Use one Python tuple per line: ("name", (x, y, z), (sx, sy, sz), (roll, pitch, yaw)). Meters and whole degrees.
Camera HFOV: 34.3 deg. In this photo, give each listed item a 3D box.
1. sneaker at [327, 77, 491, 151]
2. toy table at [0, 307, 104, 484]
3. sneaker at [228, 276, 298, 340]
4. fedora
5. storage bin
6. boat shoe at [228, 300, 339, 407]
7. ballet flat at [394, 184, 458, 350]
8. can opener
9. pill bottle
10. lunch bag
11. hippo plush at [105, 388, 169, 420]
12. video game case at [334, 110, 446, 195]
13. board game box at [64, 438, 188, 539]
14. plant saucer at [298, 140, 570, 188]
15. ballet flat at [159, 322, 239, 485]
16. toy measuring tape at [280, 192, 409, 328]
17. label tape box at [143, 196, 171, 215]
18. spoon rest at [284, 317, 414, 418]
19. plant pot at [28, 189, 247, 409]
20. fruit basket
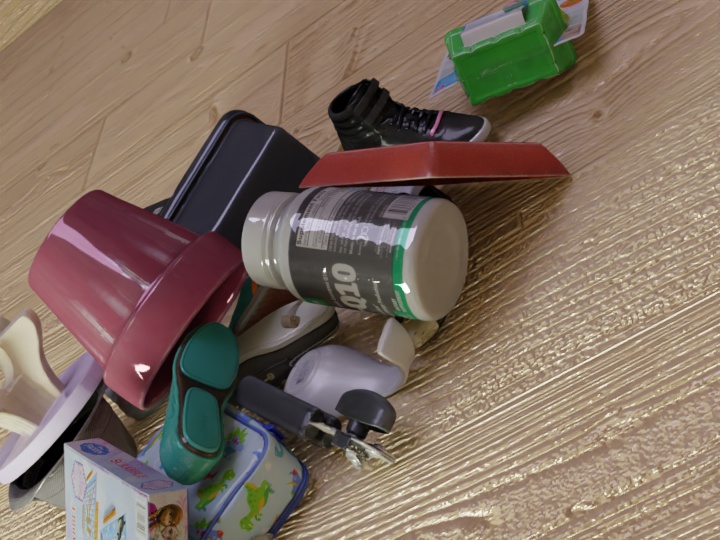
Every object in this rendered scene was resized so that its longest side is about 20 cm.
("sneaker", (0.044, -0.167, 1.304), (0.198, 0.099, 0.071), (-2, 48, 38))
("toy table", (-0.391, 0.139, 1.320), (0.200, 0.117, 0.184), (-47, 20, 9))
("sneaker", (-0.090, 0.009, 1.315), (0.201, 0.071, 0.080), (-54, 27, 0))
("fedora", (-0.314, 0.214, 1.327), (0.199, 0.090, 0.178), (-26, 30, 50))
("storage bin", (-0.127, -0.080, 1.396), (0.201, 0.145, 0.134), (-59, 27, -10))
("boat shoe", (-0.103, 0.095, 1.246), (0.200, 0.061, 0.072), (-29, 24, 12))
("ballet flat", (0.060, -0.001, 1.167), (0.066, 0.057, 0.201), (-22, 37, 32))
("can opener", (-0.038, 0.135, 1.093), (0.199, 0.053, 0.067), (12, 72, 45))
("pill bottle", (-0.007, -0.020, 1.109), (0.198, 0.113, 0.114), (8, 56, 32))
("lunch bag", (-0.145, 0.211, 1.135), (0.161, 0.082, 0.199), (-53, 31, -13))
("hippo plush", (-0.272, 0.071, 1.383), (0.199, 0.161, 0.160), (9, 59, 55))
("video game case", (0.008, -0.092, 1.380), (0.181, 0.023, 0.201), (-12, 45, 44))
("board game box", (-0.216, 0.274, 1.069), (0.199, 0.041, 0.202), (11, 102, 55))
("plant saucer", (0.072, -0.105, 1.162), (0.199, 0.199, 0.037), (0, 95, 49))
("ballet flat", (-0.161, 0.129, 1.123), (0.071, 0.067, 0.201), (-53, 19, 27))
("toy measuring tape", (0.000, 0.000, 1.215), (0.073, 0.074, 0.200), (8, 54, 54))
("label tape box", (-0.303, -0.021, 1.631), (0.199, 0.066, 0.144), (-15, 41, 38))
("spoon rest", (-0.012, 0.104, 1.142), (0.199, 0.060, 0.100), (-29, 33, 51))
("plant pot", (-0.242, 0.017, 1.239), (0.201, 0.178, 0.200), (-55, -3, -4))
("fruit basket", (0.169, -0.269, 1.321), (0.184, 0.094, 0.201), (-18, 29, 23))
